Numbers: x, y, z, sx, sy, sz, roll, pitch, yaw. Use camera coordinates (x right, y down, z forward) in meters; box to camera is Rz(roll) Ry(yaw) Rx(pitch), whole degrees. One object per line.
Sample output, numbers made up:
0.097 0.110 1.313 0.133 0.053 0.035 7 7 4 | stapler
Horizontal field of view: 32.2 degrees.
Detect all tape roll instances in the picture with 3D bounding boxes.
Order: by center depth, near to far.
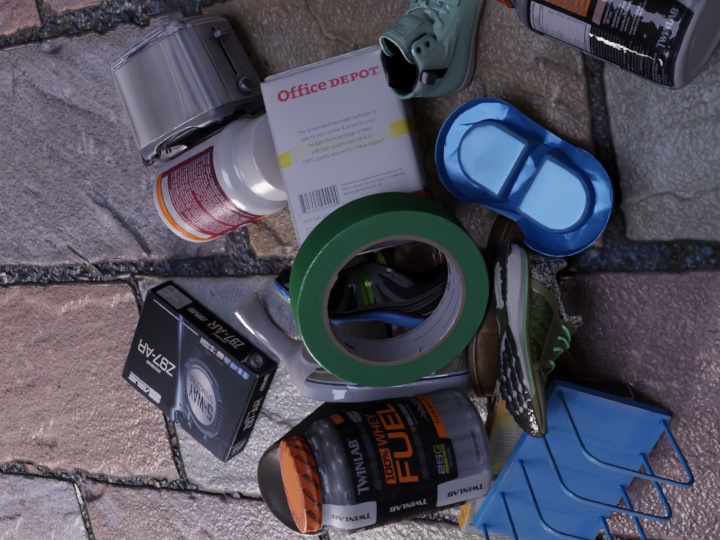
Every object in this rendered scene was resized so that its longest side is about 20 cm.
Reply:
0.029 0.021 1.264 0.048 0.200 0.201 -118 32 -59 | tape roll

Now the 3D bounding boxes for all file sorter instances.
0.229 0.239 1.277 0.138 0.123 0.200 16 117 -17 | file sorter

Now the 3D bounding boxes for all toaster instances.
-0.210 -0.216 1.476 0.200 0.113 0.130 -22 90 41 | toaster

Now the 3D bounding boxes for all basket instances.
-0.014 0.210 1.441 0.180 0.200 0.136 -27 91 39 | basket

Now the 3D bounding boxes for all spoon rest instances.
-0.069 0.093 1.518 0.200 0.099 0.061 29 152 38 | spoon rest

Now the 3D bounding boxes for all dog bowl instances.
0.171 -0.097 1.271 0.200 0.050 0.112 35 110 20 | dog bowl

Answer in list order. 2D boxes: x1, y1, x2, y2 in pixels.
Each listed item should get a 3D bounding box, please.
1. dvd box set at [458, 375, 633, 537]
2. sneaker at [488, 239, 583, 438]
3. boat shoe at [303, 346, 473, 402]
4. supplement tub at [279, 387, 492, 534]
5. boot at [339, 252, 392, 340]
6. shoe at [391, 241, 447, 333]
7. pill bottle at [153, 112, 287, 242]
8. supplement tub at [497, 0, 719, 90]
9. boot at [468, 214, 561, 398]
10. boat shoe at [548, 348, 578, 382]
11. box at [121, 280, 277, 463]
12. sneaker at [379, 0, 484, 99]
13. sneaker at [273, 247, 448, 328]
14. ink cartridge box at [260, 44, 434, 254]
0.196 0.203 1.340 0.146 0.029 0.201 5 120 -11 | dvd box set
0.184 0.065 1.245 0.077 0.088 0.201 123 145 -73 | sneaker
0.031 0.109 1.387 0.199 0.072 0.062 -6 93 17 | boat shoe
0.024 0.199 1.284 0.122 0.199 0.123 168 90 -75 | supplement tub
0.000 0.000 1.427 0.073 0.075 0.201 -15 100 38 | boot
0.076 0.029 1.401 0.070 0.053 0.201 3 108 26 | shoe
-0.144 -0.109 1.449 0.200 0.114 0.115 -19 96 48 | pill bottle
0.227 -0.255 1.135 0.200 0.122 0.123 30 123 24 | supplement tub
0.163 0.046 1.325 0.075 0.074 0.201 14 104 19 | boot
0.188 0.159 1.371 0.073 0.063 0.201 1 121 -10 | boat shoe
-0.217 0.134 1.659 0.200 0.043 0.161 37 125 19 | box
0.070 -0.268 1.246 0.074 0.118 0.201 14 114 33 | sneaker
0.006 0.012 1.321 0.199 0.071 0.083 4 110 -14 | sneaker
-0.008 -0.121 1.327 0.145 0.083 0.201 -14 87 12 | ink cartridge box
